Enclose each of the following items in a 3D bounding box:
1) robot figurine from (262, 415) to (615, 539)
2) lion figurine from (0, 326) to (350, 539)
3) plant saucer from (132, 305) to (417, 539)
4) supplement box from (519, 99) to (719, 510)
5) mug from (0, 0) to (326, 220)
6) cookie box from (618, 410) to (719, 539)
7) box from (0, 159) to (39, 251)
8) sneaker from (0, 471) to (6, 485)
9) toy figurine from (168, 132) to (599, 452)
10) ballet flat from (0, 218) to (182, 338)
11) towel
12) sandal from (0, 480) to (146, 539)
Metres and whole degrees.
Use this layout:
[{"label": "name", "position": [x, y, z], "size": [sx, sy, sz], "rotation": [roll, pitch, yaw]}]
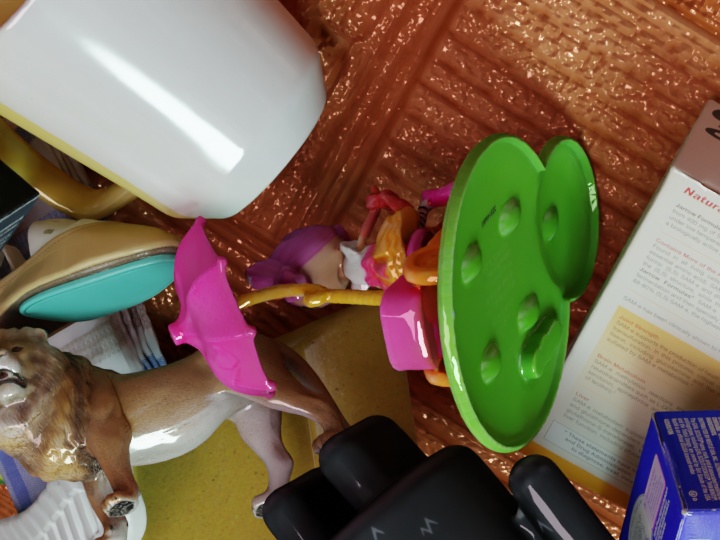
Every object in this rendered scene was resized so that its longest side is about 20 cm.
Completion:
[{"label": "robot figurine", "position": [0.043, 0.166, 1.382], "size": [0.200, 0.125, 0.150], "rotation": [50, 150, 8]}, {"label": "lion figurine", "position": [-0.097, 0.071, 1.463], "size": [0.200, 0.123, 0.073], "rotation": [-9, 143, -16]}, {"label": "plant saucer", "position": [-0.058, 0.129, 1.523], "size": [0.200, 0.200, 0.048], "rotation": [-24, 152, 33]}, {"label": "supplement box", "position": [0.178, 0.032, 1.423], "size": [0.126, 0.074, 0.200], "rotation": [29, 128, 3]}, {"label": "mug", "position": [-0.106, -0.105, 1.442], "size": [0.153, 0.150, 0.187], "rotation": [39, 167, -14]}, {"label": "cookie box", "position": [0.230, 0.149, 1.407], "size": [0.200, 0.075, 0.171], "rotation": [-1, 132, -11]}, {"label": "box", "position": [-0.289, -0.002, 1.465], "size": [0.148, 0.107, 0.200], "rotation": [40, 116, 3]}, {"label": "sneaker", "position": [-0.258, 0.065, 1.646], "size": [0.200, 0.074, 0.084], "rotation": [29, 152, 1]}, {"label": "toy figurine", "position": [0.000, 0.000, 1.405], "size": [0.184, 0.200, 0.150], "rotation": [-1, 117, 26]}, {"label": "ballet flat", "position": [-0.172, 0.007, 1.501], "size": [0.200, 0.069, 0.063], "rotation": [-29, 67, 33]}, {"label": "towel", "position": [-0.180, 0.023, 1.562], "size": [0.147, 0.024, 0.200], "rotation": [-29, 84, 35]}, {"label": "sandal", "position": [-0.156, 0.156, 1.561], "size": [0.203, 0.050, 0.083], "rotation": [-40, 75, 53]}]
